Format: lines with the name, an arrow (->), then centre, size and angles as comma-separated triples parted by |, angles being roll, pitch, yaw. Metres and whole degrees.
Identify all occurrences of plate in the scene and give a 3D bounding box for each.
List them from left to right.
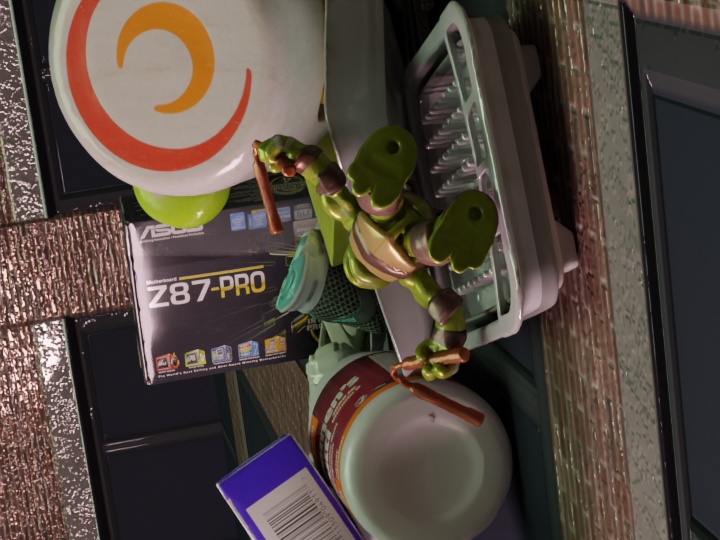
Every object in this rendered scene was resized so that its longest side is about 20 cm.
plate -> 0.016, -0.072, 1.142 | 0.200, 0.032, 0.200 | -89, -14, -52

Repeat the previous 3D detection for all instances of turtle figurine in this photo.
turtle figurine -> 0.024, -0.012, 0.990 | 0.200, 0.064, 0.161 | 53, 162, 3

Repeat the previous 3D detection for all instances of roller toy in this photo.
roller toy -> -0.101, -0.150, 1.265 | 0.183, 0.200, 0.140 | 52, -154, 5

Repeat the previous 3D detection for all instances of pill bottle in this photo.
pill bottle -> 0.025, 0.112, 1.241 | 0.200, 0.109, 0.110 | -153, 54, -78

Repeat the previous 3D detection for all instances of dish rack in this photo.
dish rack -> 0.069, -0.047, 1.023 | 0.200, 0.043, 0.172 | 140, 119, -79

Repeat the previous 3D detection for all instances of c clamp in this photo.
c clamp -> 0.023, -0.183, 1.232 | 0.200, 0.027, 0.171 | -129, 26, -69

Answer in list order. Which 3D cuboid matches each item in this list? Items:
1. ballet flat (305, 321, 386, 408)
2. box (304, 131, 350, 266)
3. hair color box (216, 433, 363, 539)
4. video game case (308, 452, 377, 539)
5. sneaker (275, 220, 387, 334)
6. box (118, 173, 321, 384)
ballet flat -> -0.013, 0.065, 1.415 | 0.200, 0.069, 0.070 | -84, -6, -52
box -> -0.009, -0.095, 1.346 | 0.050, 0.075, 0.200 | 92, 166, -49
hair color box -> -0.044, 0.172, 1.289 | 0.109, 0.065, 0.200 | 56, 176, 3
video game case -> 0.026, 0.234, 1.432 | 0.200, 0.018, 0.143 | 61, 174, -11
sneaker -> 0.000, 0.000, 1.391 | 0.200, 0.091, 0.078 | -63, -5, -68
box -> -0.088, 0.003, 1.530 | 0.049, 0.199, 0.162 | -111, 16, -56
